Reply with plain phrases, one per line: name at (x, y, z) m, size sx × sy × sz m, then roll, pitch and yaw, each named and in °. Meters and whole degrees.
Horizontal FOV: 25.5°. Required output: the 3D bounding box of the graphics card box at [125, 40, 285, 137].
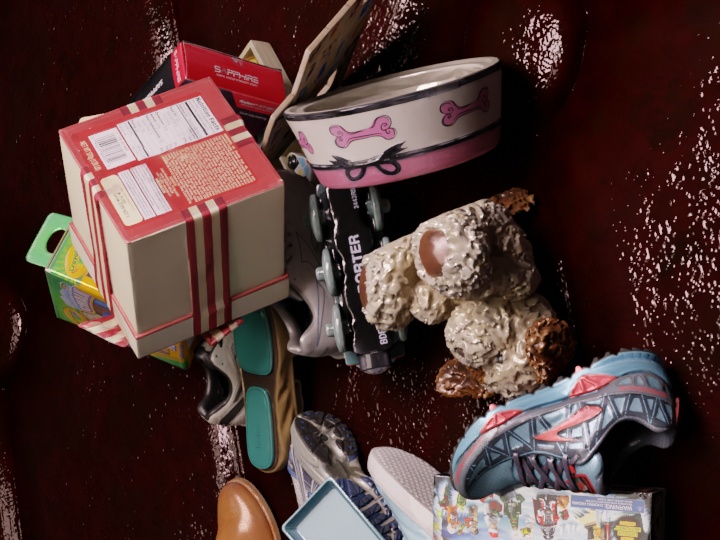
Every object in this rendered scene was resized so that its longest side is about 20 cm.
graphics card box at (-0.182, -0.151, 1.658) m, size 0.200 × 0.125 × 0.051 m, roll -38°, pitch 53°, yaw 41°

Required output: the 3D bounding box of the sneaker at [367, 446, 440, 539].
sneaker at (0.060, 0.245, 1.452) m, size 0.200 × 0.074 × 0.082 m, roll 46°, pitch 117°, yaw 40°

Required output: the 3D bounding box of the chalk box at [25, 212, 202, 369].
chalk box at (-0.247, -0.005, 1.648) m, size 0.124 × 0.199 × 0.125 m, roll 102°, pitch -169°, yaw -66°

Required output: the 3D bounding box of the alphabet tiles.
alphabet tiles at (-0.042, -0.178, 1.484) m, size 0.008 × 0.167 × 0.200 m, roll 35°, pitch 150°, yaw 5°

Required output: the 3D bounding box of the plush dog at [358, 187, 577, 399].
plush dog at (0.112, 0.030, 1.376) m, size 0.200 × 0.160 × 0.173 m, roll -28°, pitch 86°, yaw 62°

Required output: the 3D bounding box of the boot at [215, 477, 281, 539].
boot at (-0.161, 0.318, 1.641) m, size 0.076 × 0.154 × 0.202 m, roll -15°, pitch 78°, yaw 48°

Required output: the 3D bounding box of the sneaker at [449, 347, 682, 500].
sneaker at (0.163, 0.141, 1.274) m, size 0.199 × 0.079 × 0.096 m, roll -30°, pitch 51°, yaw 13°

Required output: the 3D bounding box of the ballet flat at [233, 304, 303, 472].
ballet flat at (-0.090, 0.104, 1.615) m, size 0.068 × 0.063 × 0.202 m, roll 13°, pitch 112°, yaw 41°

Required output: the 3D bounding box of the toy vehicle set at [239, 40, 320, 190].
toy vehicle set at (-0.099, -0.128, 1.680) m, size 0.124 × 0.026 × 0.201 m, roll -51°, pitch 53°, yaw 35°

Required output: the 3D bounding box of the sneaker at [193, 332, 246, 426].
sneaker at (-0.128, 0.067, 1.645) m, size 0.075 × 0.087 × 0.202 m, roll 14°, pitch 106°, yaw 54°

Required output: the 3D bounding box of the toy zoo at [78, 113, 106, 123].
toy zoo at (-0.187, -0.092, 1.636) m, size 0.130 × 0.200 × 0.021 m, roll -6°, pitch 50°, yaw 27°

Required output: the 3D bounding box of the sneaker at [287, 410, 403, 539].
sneaker at (-0.017, 0.235, 1.554) m, size 0.201 × 0.077 × 0.086 m, roll 61°, pitch 141°, yaw 40°

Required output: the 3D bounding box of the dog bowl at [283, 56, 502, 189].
dog bowl at (0.036, -0.130, 1.411) m, size 0.199 × 0.199 × 0.074 m, roll -1°, pitch 108°, yaw 49°

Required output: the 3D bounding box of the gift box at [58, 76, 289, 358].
gift box at (-0.189, -0.043, 1.488) m, size 0.187 × 0.199 × 0.185 m, roll 91°, pitch 155°, yaw -50°

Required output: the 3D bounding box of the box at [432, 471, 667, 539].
box at (0.154, 0.244, 1.326) m, size 0.199 × 0.040 × 0.138 m, roll 0°, pitch 89°, yaw 30°

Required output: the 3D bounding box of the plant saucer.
plant saucer at (0.014, 0.284, 1.447) m, size 0.070 × 0.019 × 0.200 m, roll -46°, pitch 66°, yaw 8°

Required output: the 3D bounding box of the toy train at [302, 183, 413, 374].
toy train at (0.000, 0.000, 1.509) m, size 0.114 × 0.085 × 0.202 m, roll 66°, pitch -167°, yaw -83°

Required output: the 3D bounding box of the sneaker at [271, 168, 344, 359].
sneaker at (-0.059, -0.008, 1.569) m, size 0.074 × 0.087 × 0.201 m, roll -29°, pitch 77°, yaw 36°
